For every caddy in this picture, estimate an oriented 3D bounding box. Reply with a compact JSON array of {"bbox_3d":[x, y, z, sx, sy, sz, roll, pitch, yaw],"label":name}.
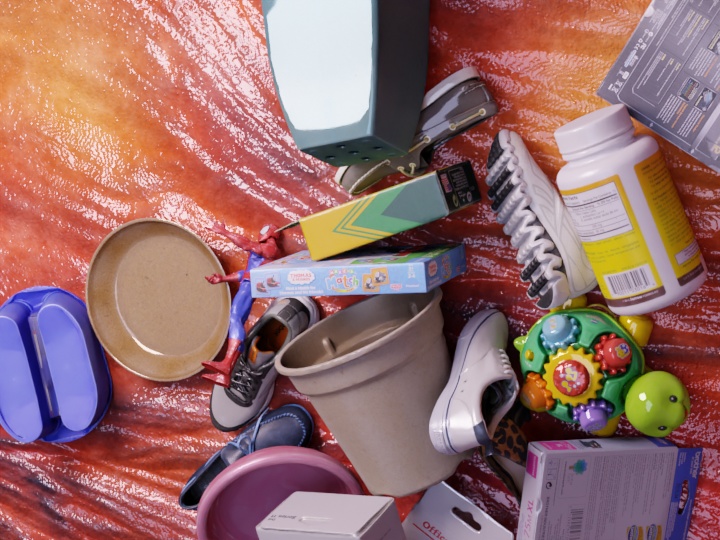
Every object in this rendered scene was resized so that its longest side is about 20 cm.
[{"bbox_3d":[-0.391,0.120,1.660,0.141,0.105,0.201,-12,95,0],"label":"caddy"}]

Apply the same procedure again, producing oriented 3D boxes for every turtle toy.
[{"bbox_3d":[0.254,0.112,1.411,0.199,0.101,0.146,20,106,16],"label":"turtle toy"}]

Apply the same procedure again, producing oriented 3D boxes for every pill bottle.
[{"bbox_3d":[0.270,-0.063,1.358,0.109,0.109,0.201,-20,100,23],"label":"pill bottle"}]

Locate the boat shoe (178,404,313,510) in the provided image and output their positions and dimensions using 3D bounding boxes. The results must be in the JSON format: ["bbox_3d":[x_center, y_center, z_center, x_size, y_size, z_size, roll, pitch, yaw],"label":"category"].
[{"bbox_3d":[-0.136,0.238,1.600,0.200,0.069,0.084,-44,83,22],"label":"boat shoe"}]

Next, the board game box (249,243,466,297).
[{"bbox_3d":[0.000,0.000,1.461,0.199,0.151,0.037,-3,98,21],"label":"board game box"}]

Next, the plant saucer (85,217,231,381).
[{"bbox_3d":[-0.241,0.033,1.621,0.199,0.035,0.201,4,101,20],"label":"plant saucer"}]

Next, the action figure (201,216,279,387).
[{"bbox_3d":[-0.156,0.022,1.526,0.099,0.065,0.201,22,64,2],"label":"action figure"}]

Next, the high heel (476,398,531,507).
[{"bbox_3d":[0.184,0.246,1.439,0.071,0.142,0.201,-24,90,23],"label":"high heel"}]

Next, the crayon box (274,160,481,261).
[{"bbox_3d":[0.020,-0.061,1.457,0.199,0.127,0.051,-18,93,24],"label":"crayon box"}]

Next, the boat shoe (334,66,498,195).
[{"bbox_3d":[0.060,-0.140,1.456,0.201,0.072,0.060,-37,81,19],"label":"boat shoe"}]

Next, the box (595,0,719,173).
[{"bbox_3d":[0.357,-0.222,1.341,0.158,0.048,0.201,34,110,12],"label":"box"}]

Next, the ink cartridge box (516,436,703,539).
[{"bbox_3d":[0.266,0.240,1.422,0.199,0.042,0.120,1,103,-20],"label":"ink cartridge box"}]

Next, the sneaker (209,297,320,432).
[{"bbox_3d":[-0.126,0.110,1.569,0.074,0.079,0.201,37,111,9],"label":"sneaker"}]

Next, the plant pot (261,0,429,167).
[{"bbox_3d":[-0.012,-0.219,1.395,0.141,0.141,0.201,-8,77,26],"label":"plant pot"}]

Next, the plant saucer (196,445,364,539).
[{"bbox_3d":[-0.093,0.279,1.559,0.199,0.051,0.201,-5,123,-8],"label":"plant saucer"}]

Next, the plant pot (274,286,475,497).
[{"bbox_3d":[0.034,0.140,1.466,0.200,0.200,0.184,-20,103,23],"label":"plant pot"}]

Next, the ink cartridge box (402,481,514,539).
[{"bbox_3d":[0.091,0.335,1.531,0.116,0.068,0.201,36,111,12],"label":"ink cartridge box"}]

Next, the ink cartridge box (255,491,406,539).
[{"bbox_3d":[-0.014,0.351,1.474,0.146,0.083,0.201,-2,112,35],"label":"ink cartridge box"}]

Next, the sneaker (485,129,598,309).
[{"bbox_3d":[0.194,-0.059,1.427,0.081,0.075,0.201,-15,77,-19],"label":"sneaker"}]

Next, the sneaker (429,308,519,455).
[{"bbox_3d":[0.136,0.118,1.414,0.070,0.200,0.073,-5,130,29],"label":"sneaker"}]
